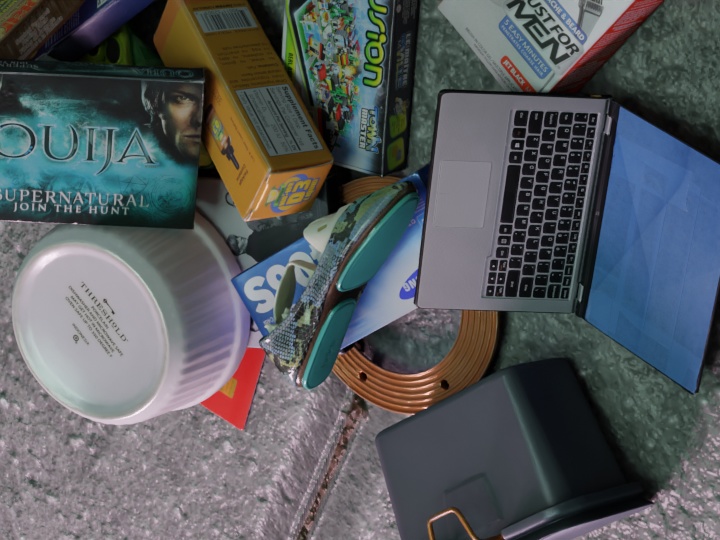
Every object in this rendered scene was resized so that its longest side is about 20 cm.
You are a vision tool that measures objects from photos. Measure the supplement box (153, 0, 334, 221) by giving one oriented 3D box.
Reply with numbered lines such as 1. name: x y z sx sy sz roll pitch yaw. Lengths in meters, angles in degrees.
1. supplement box: -0.096 -0.137 1.674 0.200 0.069 0.067 64 145 28

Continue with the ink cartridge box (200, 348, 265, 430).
1. ink cartridge box: -0.157 0.023 1.825 0.176 0.045 0.200 32 121 27

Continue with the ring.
1. ring: 0.032 0.020 1.695 0.200 0.019 0.201 11 110 34

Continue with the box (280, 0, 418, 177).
1. box: -0.009 -0.184 1.653 0.110 0.035 0.200 17 114 33

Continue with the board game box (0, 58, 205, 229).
1. board game box: -0.227 -0.100 1.651 0.200 0.028 0.135 2 121 -9

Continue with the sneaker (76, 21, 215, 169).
1. sneaker: -0.180 -0.146 1.766 0.074 0.084 0.200 -49 51 17

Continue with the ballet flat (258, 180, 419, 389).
1. ballet flat: -0.025 0.000 1.602 0.074 0.074 0.200 40 117 21

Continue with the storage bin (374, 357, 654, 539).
1. storage bin: 0.100 0.160 1.619 0.200 0.145 0.135 -32 74 39

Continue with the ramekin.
1. ramekin: -0.201 0.037 1.742 0.202 0.094 0.203 10 113 26

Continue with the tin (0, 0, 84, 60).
1. tin: -0.300 -0.202 1.700 0.112 0.200 0.042 10 140 42

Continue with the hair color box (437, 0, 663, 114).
1. hair color box: 0.159 -0.218 1.496 0.111 0.064 0.200 52 127 13

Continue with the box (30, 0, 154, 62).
1. box: -0.215 -0.256 1.753 0.200 0.032 0.121 -29 51 39

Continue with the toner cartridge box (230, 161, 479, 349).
1. toner cartridge box: 0.000 0.000 1.652 0.200 0.043 0.095 -30 92 30

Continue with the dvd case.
1. dvd case: -0.104 -0.009 1.743 0.200 0.025 0.151 3 108 29

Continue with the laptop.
1. laptop: 0.151 -0.020 1.508 0.200 0.116 0.188 2 122 -6
